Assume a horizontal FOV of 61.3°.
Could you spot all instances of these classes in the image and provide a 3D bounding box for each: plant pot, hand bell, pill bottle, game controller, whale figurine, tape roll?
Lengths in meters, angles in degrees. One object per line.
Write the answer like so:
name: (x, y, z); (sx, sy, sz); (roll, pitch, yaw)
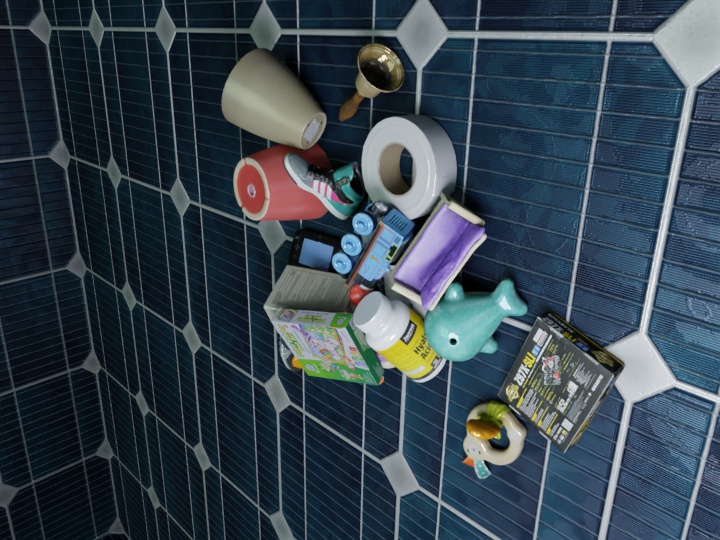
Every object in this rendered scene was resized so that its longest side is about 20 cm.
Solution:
plant pot: (-0.181, -0.368, 1.384); (0.199, 0.187, 0.189); (37, 129, 15)
hand bell: (-0.002, -0.365, 1.258); (0.200, 0.103, 0.106); (-33, 79, 59)
plant pot: (-0.189, -0.204, 1.432); (0.199, 0.176, 0.204); (19, 118, 42)
pill bottle: (0.079, 0.132, 1.238); (0.199, 0.113, 0.110); (40, 146, -27)
game controller: (-0.103, -0.036, 1.483); (0.198, 0.042, 0.106); (18, 87, 43)
whale figurine: (0.210, 0.094, 1.134); (0.198, 0.104, 0.160); (-28, 100, 25)
tape roll: (0.094, -0.204, 1.208); (0.201, 0.070, 0.206); (18, 115, 42)

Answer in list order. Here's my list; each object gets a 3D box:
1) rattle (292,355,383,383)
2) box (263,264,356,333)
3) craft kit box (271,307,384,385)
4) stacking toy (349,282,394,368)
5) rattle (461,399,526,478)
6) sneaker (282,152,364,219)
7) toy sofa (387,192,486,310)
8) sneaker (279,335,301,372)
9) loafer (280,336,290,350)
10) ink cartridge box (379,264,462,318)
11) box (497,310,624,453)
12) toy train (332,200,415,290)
rattle: (-0.058, 0.225, 1.436); (0.200, 0.141, 0.132); (49, 146, 39)
box: (-0.097, 0.083, 1.383); (0.197, 0.129, 0.110); (10, 143, 24)
craft kit box: (-0.069, 0.165, 1.319); (0.195, 0.049, 0.201); (4, 138, 34)
stacking toy: (0.037, 0.111, 1.320); (0.085, 0.085, 0.202); (0, 124, 46)
rattle: (0.233, 0.366, 1.211); (0.130, 0.143, 0.201); (38, 125, 8)
sneaker: (-0.064, -0.206, 1.326); (0.199, 0.084, 0.120); (38, 130, -23)
toy sofa: (0.141, -0.033, 1.135); (0.201, 0.082, 0.098); (-56, 22, 19)
sneaker: (-0.158, 0.179, 1.610); (0.114, 0.074, 0.204); (2, 104, 44)
loafer: (-0.133, 0.103, 1.497); (0.070, 0.203, 0.068); (-13, 139, 42)
ink cartridge box: (0.123, 0.039, 1.276); (0.198, 0.050, 0.111); (10, 112, 46)
box: (0.352, 0.200, 1.087); (0.159, 0.049, 0.202); (41, 130, 33)
toy train: (0.022, -0.043, 1.221); (0.114, 0.087, 0.201); (37, 127, 9)
